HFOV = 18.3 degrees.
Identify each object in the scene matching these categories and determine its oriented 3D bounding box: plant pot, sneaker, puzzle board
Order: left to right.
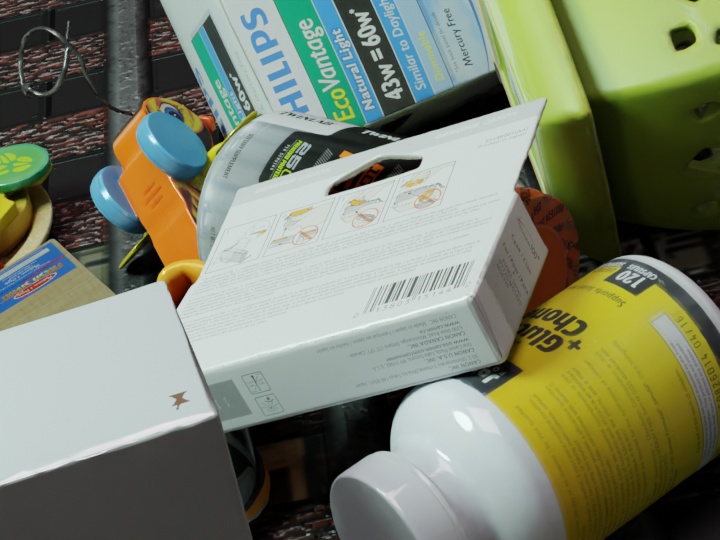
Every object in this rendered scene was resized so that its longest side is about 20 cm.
[{"bbox_3d":[-0.223,0.062,1.224,0.199,0.017,0.151,-33,31,-15],"label":"puzzle board"},{"bbox_3d":[-0.094,0.071,1.201,0.078,0.078,0.201,-10,34,1],"label":"sneaker"},{"bbox_3d":[0.168,-0.133,1.267,0.180,0.200,0.200,-19,60,3],"label":"plant pot"}]

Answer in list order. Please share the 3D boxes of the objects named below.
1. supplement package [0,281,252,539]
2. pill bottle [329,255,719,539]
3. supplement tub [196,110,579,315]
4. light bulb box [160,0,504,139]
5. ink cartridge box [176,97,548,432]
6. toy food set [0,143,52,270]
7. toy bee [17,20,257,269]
[{"bbox_3d":[-0.107,0.129,0.998,0.116,0.201,0.118,-16,32,-7],"label":"supplement package"},{"bbox_3d":[0.086,0.084,1.082,0.199,0.113,0.112,-31,36,-27],"label":"pill bottle"},{"bbox_3d":[0.015,-0.015,1.250,0.199,0.123,0.122,15,41,37],"label":"supplement tub"},{"bbox_3d":[-0.011,-0.181,1.423,0.199,0.200,0.125,-25,-3,-18],"label":"light bulb box"},{"bbox_3d":[0.000,0.000,1.135,0.199,0.045,0.177,-15,29,29],"label":"ink cartridge box"},{"bbox_3d":[-0.296,-0.023,1.445,0.198,0.049,0.198,1,35,22],"label":"toy food set"},{"bbox_3d":[-0.111,-0.070,1.378,0.130,0.202,0.108,-23,-10,33],"label":"toy bee"}]
